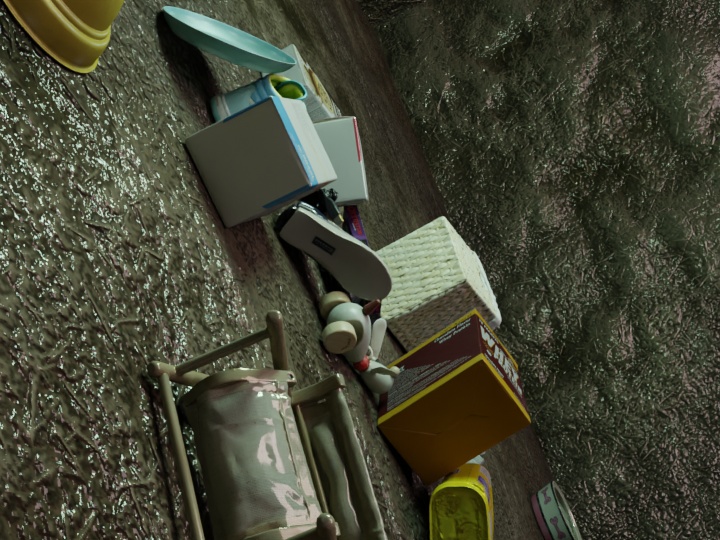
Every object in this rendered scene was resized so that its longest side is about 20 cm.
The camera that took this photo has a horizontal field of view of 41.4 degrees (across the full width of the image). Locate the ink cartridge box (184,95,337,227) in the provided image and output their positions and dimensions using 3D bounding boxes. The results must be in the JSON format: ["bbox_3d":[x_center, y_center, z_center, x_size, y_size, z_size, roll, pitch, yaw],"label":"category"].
[{"bbox_3d":[-0.122,-0.147,1.273,0.125,0.128,0.200,65,13,-3],"label":"ink cartridge box"}]

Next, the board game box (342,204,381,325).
[{"bbox_3d":[0.000,0.000,1.626,0.120,0.032,0.200,102,-22,-49],"label":"board game box"}]

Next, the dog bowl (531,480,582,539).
[{"bbox_3d":[0.517,0.663,2.519,0.200,0.074,0.200,59,14,-24],"label":"dog bowl"}]

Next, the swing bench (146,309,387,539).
[{"bbox_3d":[-0.074,0.177,0.858,0.200,0.130,0.199,55,14,-59],"label":"swing bench"}]

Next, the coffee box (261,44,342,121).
[{"bbox_3d":[-0.102,-0.313,1.804,0.200,0.080,0.113,48,20,-54],"label":"coffee box"}]

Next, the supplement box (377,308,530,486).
[{"bbox_3d":[0.147,0.198,1.529,0.133,0.197,0.200,52,14,-14],"label":"supplement box"}]

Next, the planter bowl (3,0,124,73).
[{"bbox_3d":[-0.296,-0.310,0.968,0.201,0.083,0.200,59,14,-25],"label":"planter bowl"}]

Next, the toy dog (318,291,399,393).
[{"bbox_3d":[0.014,0.102,1.434,0.200,0.096,0.132,43,25,-59],"label":"toy dog"}]

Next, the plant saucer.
[{"bbox_3d":[-0.188,-0.324,1.357,0.200,0.027,0.200,22,17,-7],"label":"plant saucer"}]

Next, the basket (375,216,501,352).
[{"bbox_3d":[0.141,0.037,1.866,0.161,0.200,0.198,50,18,-43],"label":"basket"}]

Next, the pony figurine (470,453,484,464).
[{"bbox_3d":[0.193,0.258,1.835,0.193,0.167,0.200,34,13,8],"label":"pony figurine"}]

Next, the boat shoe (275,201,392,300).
[{"bbox_3d":[-0.034,-0.036,1.442,0.200,0.075,0.093,39,14,-9],"label":"boat shoe"}]

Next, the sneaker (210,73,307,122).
[{"bbox_3d":[-0.118,-0.208,1.407,0.200,0.130,0.080,49,19,-54],"label":"sneaker"}]

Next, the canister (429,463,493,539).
[{"bbox_3d":[0.159,0.382,1.460,0.200,0.086,0.149,3,84,-79],"label":"canister"}]

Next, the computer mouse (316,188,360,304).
[{"bbox_3d":[-0.026,-0.037,1.524,0.140,0.046,0.200,106,-32,-61],"label":"computer mouse"}]

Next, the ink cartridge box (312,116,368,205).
[{"bbox_3d":[-0.036,-0.187,1.683,0.200,0.083,0.147,-71,152,-86],"label":"ink cartridge box"}]
